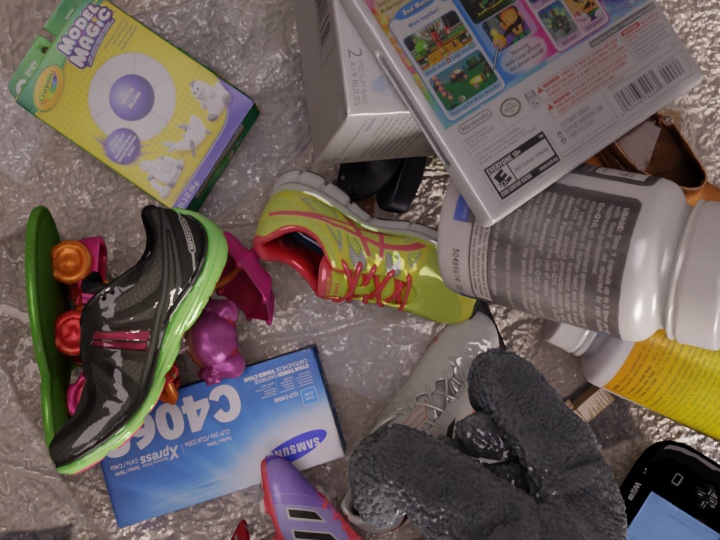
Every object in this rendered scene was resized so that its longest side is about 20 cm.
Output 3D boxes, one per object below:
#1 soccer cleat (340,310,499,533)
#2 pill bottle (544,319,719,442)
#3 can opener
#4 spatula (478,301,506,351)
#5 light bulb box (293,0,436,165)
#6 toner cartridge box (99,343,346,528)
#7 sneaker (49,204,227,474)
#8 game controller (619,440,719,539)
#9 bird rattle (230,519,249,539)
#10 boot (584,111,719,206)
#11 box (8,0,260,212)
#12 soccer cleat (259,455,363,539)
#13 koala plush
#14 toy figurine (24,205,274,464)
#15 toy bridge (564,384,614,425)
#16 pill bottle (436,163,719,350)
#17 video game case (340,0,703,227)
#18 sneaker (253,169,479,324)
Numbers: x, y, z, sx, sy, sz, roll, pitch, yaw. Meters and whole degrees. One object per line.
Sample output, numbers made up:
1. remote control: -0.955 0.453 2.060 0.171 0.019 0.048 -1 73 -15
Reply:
1. soccer cleat: 0.049 0.122 0.768 0.068 0.085 0.202 32 91 25
2. pill bottle: 0.252 0.061 0.760 0.197 0.109 0.111 24 89 1
3. can opener: 0.022 -0.153 0.804 0.063 0.078 0.204 5 83 38
4. spatula: 0.123 0.086 0.805 0.056 0.021 0.203 -24 87 4
5. light bulb box: 0.057 -0.197 0.719 0.196 0.125 0.202 -7 84 -15
6. toner cartridge box: -0.118 0.137 0.797 0.196 0.043 0.097 -18 89 0
7. sneaker: -0.169 0.045 0.670 0.083 0.077 0.203 30 75 -18
8. game controller: 0.233 0.236 0.765 0.103 0.042 0.202 28 105 3
9. bird rattle: -0.159 0.283 0.743 0.196 0.163 0.115 -2 106 10
10. boot: 0.246 -0.062 0.741 0.197 0.155 0.075 28 88 2
11. box: -0.197 -0.147 0.807 0.198 0.048 0.118 33 88 4
12. soccer cleat: -0.019 0.227 0.765 0.075 0.067 0.203 -23 105 3
13. koala plush: 0.097 0.206 0.709 0.176 0.202 0.184 -28 55 -29
14. toy figurine: -0.157 0.041 0.756 0.180 0.150 0.204 -5 74 -8
15. toy bridge: 0.235 0.188 0.797 0.067 0.027 0.201 -40 89 1
16. pill bottle: 0.163 -0.016 0.673 0.197 0.113 0.116 16 88 28
17. video game case: 0.113 -0.158 0.647 0.198 0.024 0.184 -33 88 -16
18. sneaker: 0.000 0.000 0.767 0.197 0.079 0.091 25 44 10
